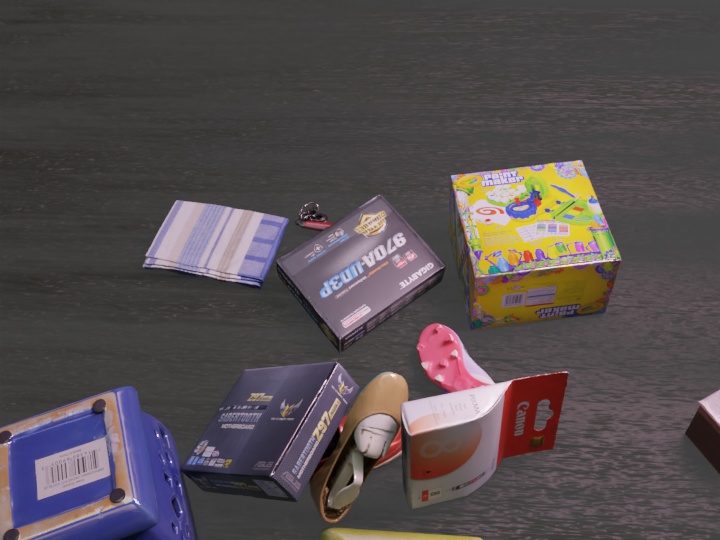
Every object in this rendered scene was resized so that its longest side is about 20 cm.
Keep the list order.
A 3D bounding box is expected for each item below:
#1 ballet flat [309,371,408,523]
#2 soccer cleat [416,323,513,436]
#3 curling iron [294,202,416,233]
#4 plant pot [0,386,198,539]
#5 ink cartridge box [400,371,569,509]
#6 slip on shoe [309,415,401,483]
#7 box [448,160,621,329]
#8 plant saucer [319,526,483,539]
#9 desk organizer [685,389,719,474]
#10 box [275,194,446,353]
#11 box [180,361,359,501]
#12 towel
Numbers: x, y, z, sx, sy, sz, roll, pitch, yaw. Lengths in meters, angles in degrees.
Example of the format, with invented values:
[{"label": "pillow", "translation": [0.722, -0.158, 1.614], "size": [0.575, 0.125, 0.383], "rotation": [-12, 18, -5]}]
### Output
[{"label": "ballet flat", "translation": [0.004, 0.210, 0.898], "size": [0.068, 0.202, 0.063], "rotation": [18, 25, -20]}, {"label": "soccer cleat", "translation": [0.139, 0.145, 1.022], "size": [0.067, 0.076, 0.200], "rotation": [-46, 40, 5]}, {"label": "curling iron", "translation": [-0.008, -0.071, 1.220], "size": [0.196, 0.026, 0.050], "rotation": [11, 55, 12]}, {"label": "plant pot", "translation": [-0.305, 0.259, 0.877], "size": [0.197, 0.181, 0.202], "rotation": [-17, 51, -10]}, {"label": "ink cartridge box", "translation": [0.145, 0.201, 0.904], "size": [0.196, 0.164, 0.051], "rotation": [-9, 44, -4]}, {"label": "slip on shoe", "translation": [-0.013, 0.211, 0.972], "size": [0.196, 0.062, 0.075], "rotation": [-15, 50, -10]}, {"label": "box", "translation": [0.239, -0.039, 1.116], "size": [0.196, 0.123, 0.195], "rotation": [-6, 51, 0]}, {"label": "plant saucer", "translation": [0.040, 0.375, 0.845], "size": [0.196, 0.048, 0.202], "rotation": [2, 51, 6]}, {"label": "desk organizer", "translation": [0.505, 0.165, 0.962], "size": [0.197, 0.078, 0.072], "rotation": [-24, 53, -15]}, {"label": "box", "translation": [0.000, 0.000, 1.135], "size": [0.198, 0.046, 0.159], "rotation": [-32, 66, -20]}, {"label": "box", "translation": [-0.111, 0.190, 0.935], "size": [0.198, 0.051, 0.159], "rotation": [-11, 38, 47]}, {"label": "towel", "translation": [-0.224, -0.043, 1.216], "size": [0.196, 0.024, 0.148], "rotation": [9, 50, 9]}]
